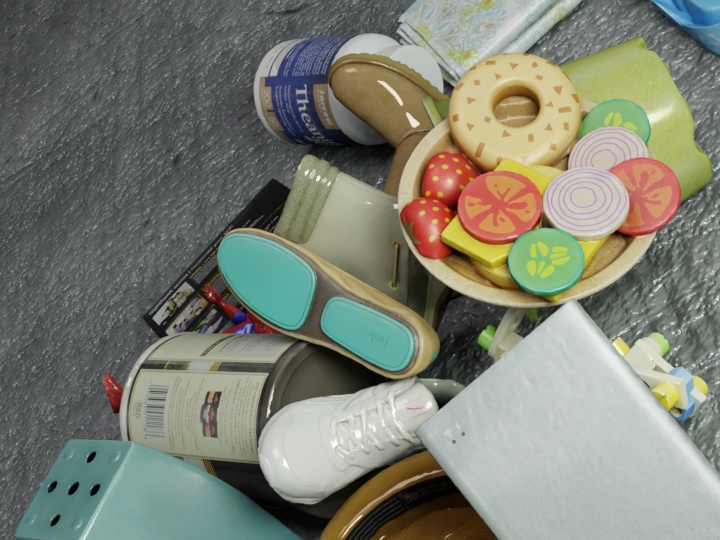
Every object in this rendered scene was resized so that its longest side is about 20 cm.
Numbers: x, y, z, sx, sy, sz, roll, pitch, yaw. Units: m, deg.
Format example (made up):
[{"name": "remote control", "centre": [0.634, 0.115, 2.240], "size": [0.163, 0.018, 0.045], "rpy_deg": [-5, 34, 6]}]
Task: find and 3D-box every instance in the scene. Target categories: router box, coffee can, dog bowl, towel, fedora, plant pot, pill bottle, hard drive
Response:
[{"name": "router box", "centre": [-0.112, 0.012, 1.619], "size": [0.200, 0.051, 0.149], "rpy_deg": [-46, 30, -5]}, {"name": "coffee can", "centre": [-0.086, 0.124, 1.373], "size": [0.199, 0.146, 0.147], "rpy_deg": [-2, 50, 47]}, {"name": "dog bowl", "centre": [0.317, -0.256, 1.461], "size": [0.111, 0.050, 0.200], "rpy_deg": [-40, 33, 6]}, {"name": "towel", "centre": [0.142, -0.275, 1.679], "size": [0.200, 0.048, 0.171], "rpy_deg": [-42, 35, 2]}, {"name": "fedora", "centre": [0.053, 0.219, 1.171], "size": [0.199, 0.082, 0.202], "rpy_deg": [-23, 34, 17]}, {"name": "plant pot", "centre": [0.173, -0.087, 1.317], "size": [0.183, 0.201, 0.201], "rpy_deg": [-26, 34, 4]}, {"name": "pill bottle", "centre": [-0.011, -0.184, 1.678], "size": [0.199, 0.111, 0.111], "rpy_deg": [5, 55, 50]}, {"name": "plant pot", "centre": [-0.161, 0.227, 1.287], "size": [0.140, 0.200, 0.142], "rpy_deg": [-4, 49, 45]}, {"name": "hard drive", "centre": [0.151, 0.140, 1.077], "size": [0.139, 0.201, 0.033], "rpy_deg": [-40, -9, 4]}]

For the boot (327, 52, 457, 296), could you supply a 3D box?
[{"name": "boot", "centre": [0.034, -0.092, 1.480], "size": [0.066, 0.174, 0.201], "rpy_deg": [122, 168, -46]}]

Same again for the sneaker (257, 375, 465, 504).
[{"name": "sneaker", "centre": [0.009, 0.115, 1.245], "size": [0.199, 0.079, 0.099], "rpy_deg": [-17, -10, -45]}]

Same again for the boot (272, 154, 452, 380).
[{"name": "boot", "centre": [0.000, 0.000, 1.346], "size": [0.201, 0.153, 0.072], "rpy_deg": [105, -173, -48]}]

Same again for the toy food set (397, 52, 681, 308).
[{"name": "toy food set", "centre": [0.125, -0.060, 1.175], "size": [0.197, 0.049, 0.200], "rpy_deg": [28, 63, 25]}]

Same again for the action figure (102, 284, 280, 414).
[{"name": "action figure", "centre": [-0.147, 0.050, 1.505], "size": [0.198, 0.100, 0.065], "rpy_deg": [-19, 6, -5]}]

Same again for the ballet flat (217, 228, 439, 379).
[{"name": "ballet flat", "centre": [-0.025, 0.028, 1.283], "size": [0.199, 0.063, 0.069], "rpy_deg": [31, 105, 23]}]

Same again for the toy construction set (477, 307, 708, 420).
[{"name": "toy construction set", "centre": [0.153, 0.064, 1.181], "size": [0.091, 0.132, 0.200], "rpy_deg": [-23, 53, -27]}]
